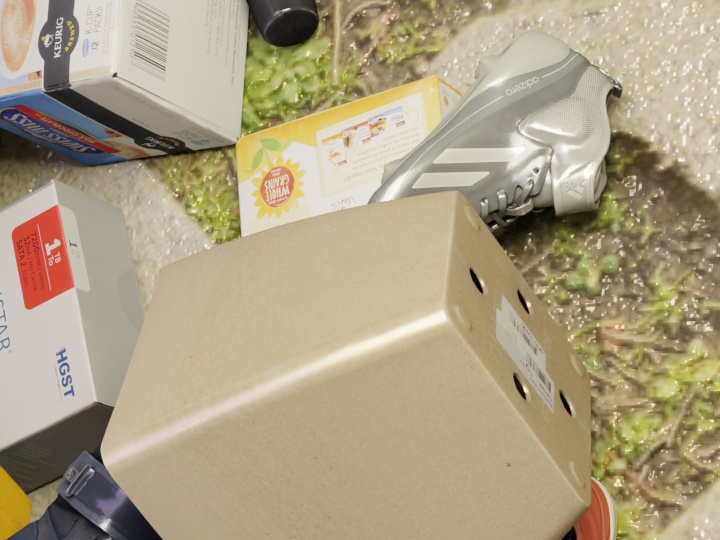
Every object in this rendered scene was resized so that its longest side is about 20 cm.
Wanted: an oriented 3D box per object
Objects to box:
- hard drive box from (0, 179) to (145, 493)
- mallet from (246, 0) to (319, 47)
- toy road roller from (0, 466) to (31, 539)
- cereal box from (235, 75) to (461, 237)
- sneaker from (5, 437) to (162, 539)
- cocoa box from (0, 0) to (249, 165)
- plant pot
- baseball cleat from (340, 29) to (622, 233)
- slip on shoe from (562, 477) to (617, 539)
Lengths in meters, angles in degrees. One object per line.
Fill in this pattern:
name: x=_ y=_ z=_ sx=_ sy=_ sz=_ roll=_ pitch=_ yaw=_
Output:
hard drive box: x=-0.234 y=0.059 z=1.461 sx=0.200 sy=0.077 sz=0.156 roll=-27 pitch=63 yaw=23
mallet: x=0.009 y=-0.219 z=1.419 sx=0.200 sy=0.041 sz=0.066 roll=-37 pitch=56 yaw=12
toy road roller: x=-0.268 y=0.192 z=1.379 sx=0.146 sy=0.200 sz=0.123 roll=-26 pitch=16 yaw=42
cereal box: x=0.000 y=0.000 z=1.348 sx=0.144 sy=0.040 sz=0.201 roll=-15 pitch=68 yaw=26
sneaker: x=-0.121 y=0.165 z=1.244 sx=0.146 sy=0.077 sz=0.202 roll=-44 pitch=38 yaw=-9
cocoa box: x=-0.157 y=-0.183 z=1.450 sx=0.131 sy=0.133 sz=0.201 roll=-7 pitch=72 yaw=33
plant pot: x=0.011 y=0.076 z=1.181 sx=0.177 sy=0.200 sz=0.200 roll=-29 pitch=22 yaw=19
baseball cleat: x=0.069 y=-0.043 z=1.271 sx=0.106 sy=0.070 sz=0.200 roll=34 pitch=80 yaw=18
slip on shoe: x=0.090 y=0.202 z=1.215 sx=0.074 sy=0.061 sz=0.201 roll=4 pitch=79 yaw=32
